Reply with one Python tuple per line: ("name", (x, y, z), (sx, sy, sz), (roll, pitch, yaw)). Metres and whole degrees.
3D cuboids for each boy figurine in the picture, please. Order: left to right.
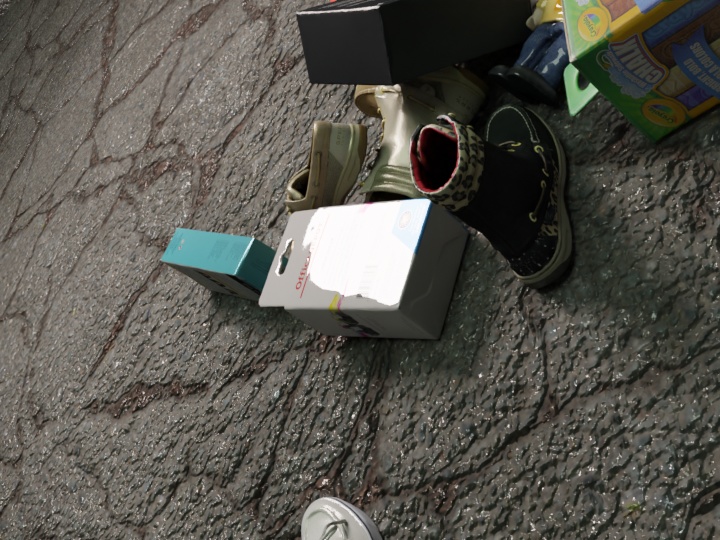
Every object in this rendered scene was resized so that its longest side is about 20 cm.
("boy figurine", (0.205, -0.254, 0.948), (0.202, 0.064, 0.124), (-60, 25, 1))

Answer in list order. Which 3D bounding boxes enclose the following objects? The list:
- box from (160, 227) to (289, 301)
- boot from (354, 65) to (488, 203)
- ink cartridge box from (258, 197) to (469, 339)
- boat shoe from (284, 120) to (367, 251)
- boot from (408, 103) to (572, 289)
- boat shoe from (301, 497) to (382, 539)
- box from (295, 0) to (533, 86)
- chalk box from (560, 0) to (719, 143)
("box", (-0.156, -0.006, 1.197), (0.199, 0.082, 0.050), (9, 70, 54))
("boot", (0.036, -0.136, 1.068), (0.199, 0.072, 0.157), (11, 75, 54))
("ink cartridge box", (0.000, 0.000, 0.991), (0.198, 0.068, 0.117), (-1, 62, 45))
("boat shoe", (-0.050, -0.083, 1.081), (0.201, 0.064, 0.073), (117, 157, -48))
("boot", (0.110, -0.099, 0.866), (0.073, 0.153, 0.206), (-32, 42, 31))
("boat shoe", (-0.024, 0.253, 0.820), (0.075, 0.086, 0.203), (-48, 35, 13))
("box", (0.057, -0.247, 1.013), (0.198, 0.080, 0.140), (-24, 20, -32))
("chalk box", (0.239, -0.202, 0.809), (0.199, 0.123, 0.126), (-32, 41, 33))
